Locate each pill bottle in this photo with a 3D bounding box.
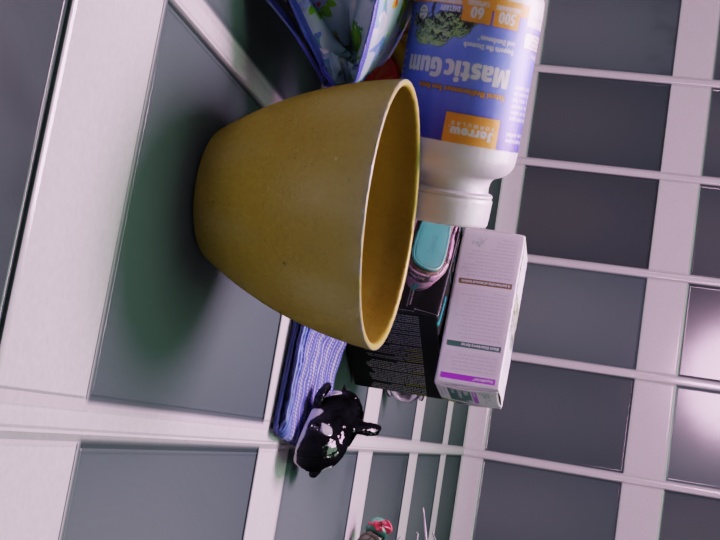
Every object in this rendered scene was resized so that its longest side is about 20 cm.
[{"bbox_3d":[0.086,-0.142,0.908,0.112,0.111,0.201,-26,126,-75],"label":"pill bottle"}]

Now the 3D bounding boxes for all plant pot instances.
[{"bbox_3d":[-0.043,-0.049,0.801,0.200,0.141,0.201,7,90,-78],"label":"plant pot"}]

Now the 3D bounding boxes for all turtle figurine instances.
[{"bbox_3d":[0.024,0.431,1.514,0.149,0.100,0.201,-21,-130,57],"label":"turtle figurine"}]

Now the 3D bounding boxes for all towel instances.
[{"bbox_3d":[-0.050,0.120,1.148,0.200,0.024,0.146,58,42,-71],"label":"towel"}]

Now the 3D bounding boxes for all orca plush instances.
[{"bbox_3d":[-0.012,0.181,1.170,0.200,0.071,0.106,30,71,-78],"label":"orca plush"}]

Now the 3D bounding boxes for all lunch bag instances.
[{"bbox_3d":[-0.008,-0.261,0.874,0.170,0.127,0.201,-54,140,-66],"label":"lunch bag"}]

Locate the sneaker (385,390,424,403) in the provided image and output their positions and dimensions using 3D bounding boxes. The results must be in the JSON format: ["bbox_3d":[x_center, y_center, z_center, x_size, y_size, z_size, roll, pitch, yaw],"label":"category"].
[{"bbox_3d":[0.083,0.168,1.673,0.200,0.075,0.114,72,29,-51],"label":"sneaker"}]

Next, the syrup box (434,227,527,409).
[{"bbox_3d":[0.148,0.058,1.280,0.079,0.081,0.201,62,39,-66],"label":"syrup box"}]

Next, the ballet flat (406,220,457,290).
[{"bbox_3d":[0.087,-0.064,1.215,0.071,0.069,0.201,128,-16,-61],"label":"ballet flat"}]

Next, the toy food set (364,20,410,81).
[{"bbox_3d":[0.047,-0.211,1.013,0.049,0.198,0.200,-18,153,-54],"label":"toy food set"}]

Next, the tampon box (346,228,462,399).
[{"bbox_3d":[0.057,0.044,1.344,0.200,0.125,0.151,81,21,-54],"label":"tampon box"}]
